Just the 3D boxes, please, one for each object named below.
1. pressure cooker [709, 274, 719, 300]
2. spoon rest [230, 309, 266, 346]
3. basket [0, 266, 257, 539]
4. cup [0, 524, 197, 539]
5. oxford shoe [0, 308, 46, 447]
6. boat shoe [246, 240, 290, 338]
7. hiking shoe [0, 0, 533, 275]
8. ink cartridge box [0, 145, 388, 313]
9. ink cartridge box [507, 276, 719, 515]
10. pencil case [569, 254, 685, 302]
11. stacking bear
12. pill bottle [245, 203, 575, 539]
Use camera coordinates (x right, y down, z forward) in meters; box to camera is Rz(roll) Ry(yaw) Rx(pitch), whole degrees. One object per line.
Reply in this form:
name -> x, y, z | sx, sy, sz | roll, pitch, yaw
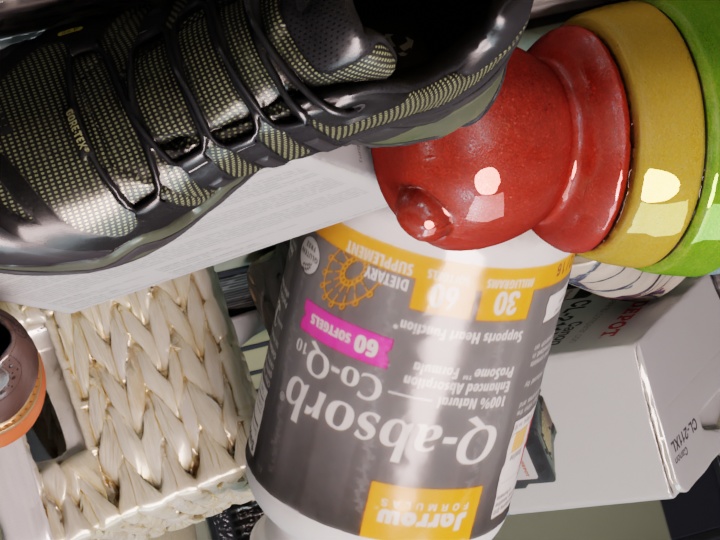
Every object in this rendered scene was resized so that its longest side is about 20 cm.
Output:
pressure cooker -> 0.242, -0.024, 1.092 | 0.175, 0.180, 0.200 | -15, 174, 21
spoon rest -> -0.086, 0.051, 1.503 | 0.199, 0.061, 0.099 | 5, 162, -29
basket -> -0.113, 0.059, 1.170 | 0.123, 0.136, 0.200 | -19, 172, -3
cup -> -0.186, 0.123, 1.378 | 0.199, 0.201, 0.144 | -13, 148, -16
oxford shoe -> -0.217, 0.027, 0.921 | 0.198, 0.072, 0.073 | -1, 160, -5
boat shoe -> 0.000, 0.000, 1.242 | 0.073, 0.075, 0.200 | -23, -176, -17
hiking shoe -> -0.037, -0.062, 0.715 | 0.199, 0.076, 0.101 | -22, 167, -22
ink cartridge box -> -0.089, -0.036, 0.888 | 0.159, 0.048, 0.200 | -17, 166, 19
ink cartridge box -> 0.086, 0.062, 1.281 | 0.199, 0.083, 0.146 | -9, -167, 29
pencil case -> 0.112, -0.035, 1.139 | 0.077, 0.090, 0.200 | 21, -178, 16
stacking bear -> 0.097, -0.049, 0.919 | 0.199, 0.122, 0.114 | -4, 171, -24
pill bottle -> 0.015, 0.051, 1.035 | 0.116, 0.201, 0.117 | 11, -159, -4
